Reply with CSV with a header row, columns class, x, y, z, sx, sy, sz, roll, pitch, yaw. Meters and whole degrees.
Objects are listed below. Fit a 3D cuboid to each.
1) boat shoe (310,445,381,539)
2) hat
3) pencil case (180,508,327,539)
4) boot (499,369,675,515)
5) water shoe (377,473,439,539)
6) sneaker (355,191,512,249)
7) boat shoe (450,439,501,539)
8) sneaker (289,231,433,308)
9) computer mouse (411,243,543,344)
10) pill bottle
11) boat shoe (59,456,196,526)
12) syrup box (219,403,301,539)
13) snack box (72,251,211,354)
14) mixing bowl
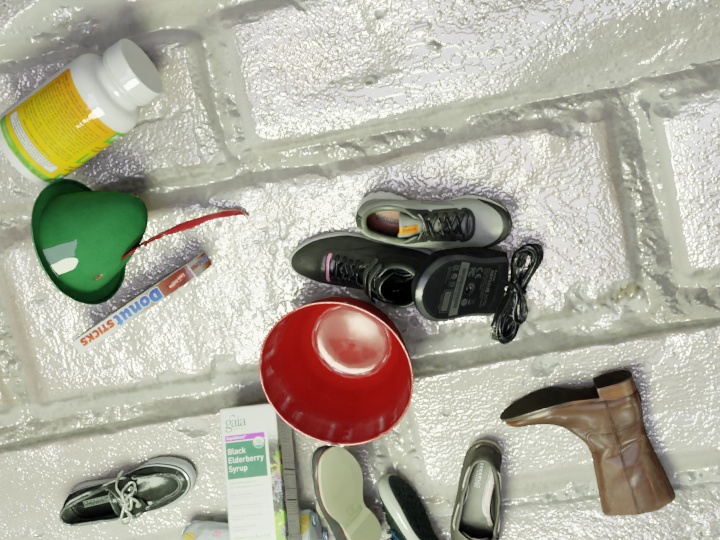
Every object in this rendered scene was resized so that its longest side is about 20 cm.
class,x,y,z,sx,sy,sz,roll,pitch,yaw
boat shoe,-0.030,0.298,1.628,0.063,0.071,0.200,25,148,42
hat,-0.284,-0.066,1.542,0.176,0.200,0.166,-19,111,27
pencil case,-0.149,0.383,1.696,0.199,0.083,0.091,-9,97,12
boot,0.296,0.245,1.598,0.186,0.064,0.200,-16,107,16
water shoe,0.061,0.372,1.664,0.079,0.072,0.200,-27,97,23
sneaker,0.089,-0.055,1.537,0.200,0.079,0.074,3,104,8
boat shoe,0.154,0.325,1.642,0.067,0.057,0.201,6,106,8
sneaker,0.000,0.000,1.556,0.199,0.099,0.071,6,107,9
computer mouse,0.131,0.019,1.522,0.053,0.200,0.139,33,111,46
pill bottle,-0.351,-0.203,1.554,0.200,0.111,0.111,-32,98,16
boat shoe,-0.326,0.314,1.714,0.199,0.068,0.074,-11,103,12
syrup box,-0.132,0.278,1.627,0.079,0.081,0.201,-8,80,11
snack box,-0.290,0.043,1.631,0.200,0.072,0.024,-33,96,16
mixing bowl,-0.022,0.111,1.580,0.200,0.108,0.201,4,113,10
